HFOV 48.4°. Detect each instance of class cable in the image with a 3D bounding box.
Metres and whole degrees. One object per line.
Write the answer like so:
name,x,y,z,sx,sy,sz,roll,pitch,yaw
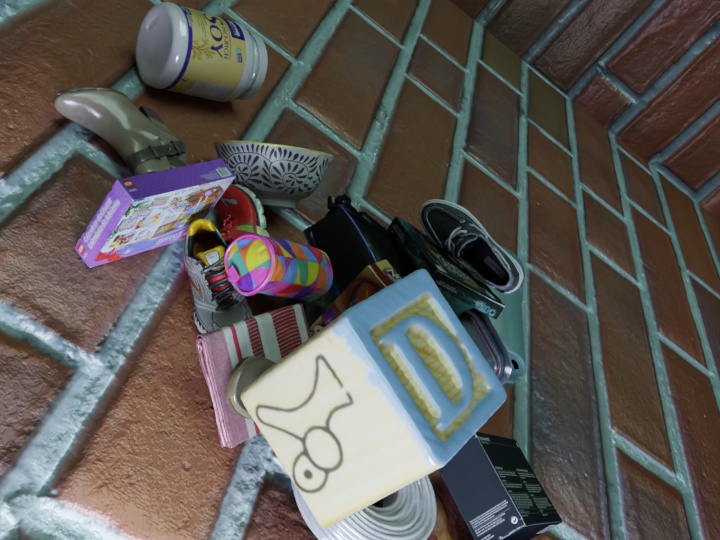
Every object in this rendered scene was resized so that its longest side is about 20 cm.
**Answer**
cable,0.006,0.285,1.037,0.199,0.069,0.201,20,39,-31

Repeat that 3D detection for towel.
towel,-0.127,0.132,1.054,0.200,0.023,0.145,-17,96,-54

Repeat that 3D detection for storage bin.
storage bin,0.107,0.165,1.186,0.134,0.200,0.146,-3,53,-34

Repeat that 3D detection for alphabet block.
alphabet block,0.017,0.146,0.940,0.196,0.200,0.196,-23,79,-54

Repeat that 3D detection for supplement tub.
supplement tub,-0.280,-0.382,1.425,0.199,0.145,0.146,1,51,-46

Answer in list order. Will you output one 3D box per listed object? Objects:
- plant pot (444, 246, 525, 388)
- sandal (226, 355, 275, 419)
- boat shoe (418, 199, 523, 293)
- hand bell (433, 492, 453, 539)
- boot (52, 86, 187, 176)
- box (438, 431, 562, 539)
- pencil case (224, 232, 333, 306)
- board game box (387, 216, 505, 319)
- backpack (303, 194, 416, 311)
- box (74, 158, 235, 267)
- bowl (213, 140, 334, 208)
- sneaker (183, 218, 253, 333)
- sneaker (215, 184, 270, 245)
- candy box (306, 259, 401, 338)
plant pot,0.195,0.092,1.366,0.199,0.200,0.197,23,45,-28
sandal,-0.092,0.161,1.030,0.200,0.054,0.081,32,56,-46
boat shoe,0.159,-0.040,1.214,0.200,0.072,0.068,47,16,20
hand bell,0.117,0.369,1.067,0.104,0.104,0.200,21,27,-30
boot,-0.350,-0.194,1.209,0.199,0.070,0.147,1,53,-46
box,0.200,0.315,1.149,0.200,0.079,0.142,28,32,-59
pencil case,-0.110,0.001,1.113,0.089,0.088,0.200,56,14,19
board game box,0.127,-0.006,1.222,0.135,0.028,0.200,27,16,-26
backpack,0.000,0.000,1.273,0.184,0.147,0.200,56,17,18
box,-0.276,-0.082,1.093,0.039,0.137,0.200,49,33,10
bowl,-0.146,-0.153,1.323,0.200,0.200,0.095,2,94,-45
sneaker,-0.203,0.015,1.097,0.077,0.082,0.201,-18,57,-19
sneaker,-0.188,-0.055,1.218,0.084,0.077,0.201,-1,52,-41
candy box,-0.002,0.095,1.125,0.117,0.200,0.056,50,30,13
